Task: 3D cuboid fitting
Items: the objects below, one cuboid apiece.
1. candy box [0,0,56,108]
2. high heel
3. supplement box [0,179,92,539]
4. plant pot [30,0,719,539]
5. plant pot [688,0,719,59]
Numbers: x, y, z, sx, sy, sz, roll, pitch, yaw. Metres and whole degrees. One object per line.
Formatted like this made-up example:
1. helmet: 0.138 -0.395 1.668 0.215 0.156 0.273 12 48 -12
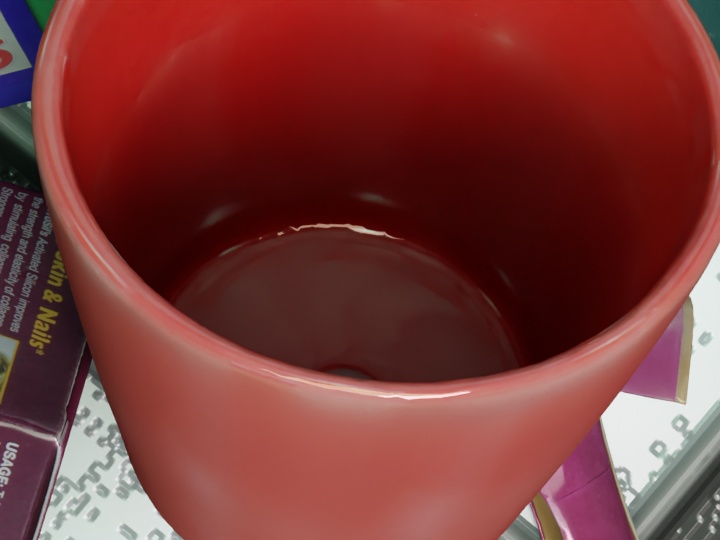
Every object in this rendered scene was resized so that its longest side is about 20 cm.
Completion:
1. candy box: -0.090 -0.126 0.935 0.199 0.169 0.077 -12 68 -2
2. high heel: 0.058 0.096 1.019 0.096 0.067 0.201 7 92 -12
3. supplement box: -0.190 0.026 0.954 0.199 0.131 0.103 18 122 -5
4. plant pot: 0.000 0.000 0.900 0.200 0.177 0.201 3 57 -5
5. plant pot: 0.189 -0.095 0.978 0.199 0.135 0.201 0 96 -5
